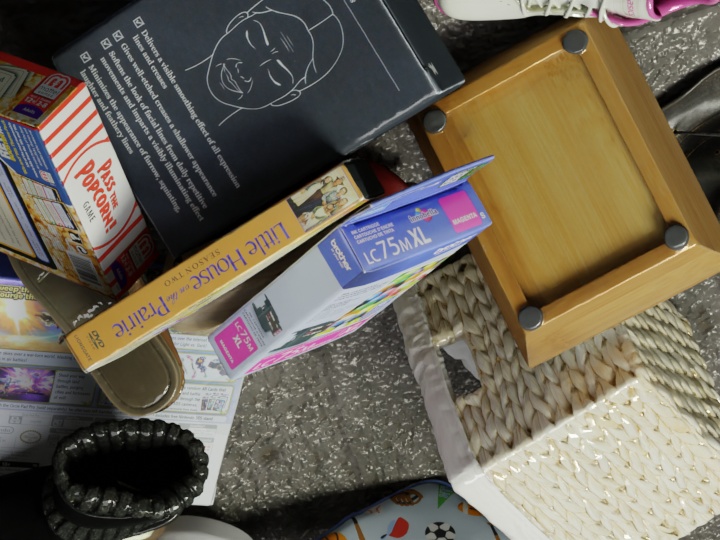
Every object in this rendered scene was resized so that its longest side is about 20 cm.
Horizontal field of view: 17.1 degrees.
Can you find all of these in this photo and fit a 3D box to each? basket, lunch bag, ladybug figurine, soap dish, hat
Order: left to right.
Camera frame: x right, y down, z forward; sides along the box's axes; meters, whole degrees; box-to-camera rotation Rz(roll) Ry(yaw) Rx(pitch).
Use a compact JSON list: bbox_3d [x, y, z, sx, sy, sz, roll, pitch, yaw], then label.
[{"bbox_3d":[-0.049,-0.024,1.626,0.200,0.072,0.136,-25,179,-20],"label":"ladybug figurine"},{"bbox_3d":[0.035,0.257,1.840,0.200,0.160,0.076,-31,142,-29],"label":"lunch bag"},{"bbox_3d":[0.134,-0.059,1.589,0.157,0.200,0.081,-28,173,11],"label":"soap dish"},{"bbox_3d":[0.152,0.090,1.720,0.161,0.198,0.200,-34,133,17],"label":"basket"},{"bbox_3d":[0.273,-0.051,1.706,0.200,0.081,0.201,-8,134,-8],"label":"hat"}]

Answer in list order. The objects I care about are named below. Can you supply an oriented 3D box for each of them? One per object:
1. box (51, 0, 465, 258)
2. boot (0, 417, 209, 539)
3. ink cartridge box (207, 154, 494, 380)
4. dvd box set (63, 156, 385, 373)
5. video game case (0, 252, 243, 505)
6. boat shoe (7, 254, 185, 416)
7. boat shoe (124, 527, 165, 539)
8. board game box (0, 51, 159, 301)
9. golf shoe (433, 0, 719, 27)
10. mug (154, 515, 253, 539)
[{"bbox_3d":[-0.061,-0.125,1.488,0.200,0.107,0.149,-31,91,15],"label":"box"},{"bbox_3d":[-0.208,0.160,1.632,0.211,0.080,0.158,-22,174,-10],"label":"boot"},{"bbox_3d":[0.000,0.000,1.525,0.119,0.042,0.200,-21,165,-42],"label":"ink cartridge box"},{"bbox_3d":[-0.080,-0.006,1.481,0.200,0.146,0.029,-32,90,7],"label":"dvd box set"},{"bbox_3d":[-0.185,0.078,1.711,0.199,0.045,0.182,5,120,-19],"label":"video game case"},{"bbox_3d":[-0.183,0.007,1.610,0.072,0.068,0.200,-25,91,5],"label":"boat shoe"},{"bbox_3d":[-0.244,0.165,1.789,0.199,0.072,0.076,-5,115,-18],"label":"boat shoe"},{"bbox_3d":[-0.232,-0.074,1.486,0.046,0.200,0.152,-49,142,-27],"label":"board game box"},{"bbox_3d":[0.145,-0.192,1.537,0.199,0.092,0.075,-14,134,1],"label":"golf shoe"},{"bbox_3d":[-0.152,0.272,1.838,0.186,0.154,0.150,6,151,8],"label":"mug"}]
